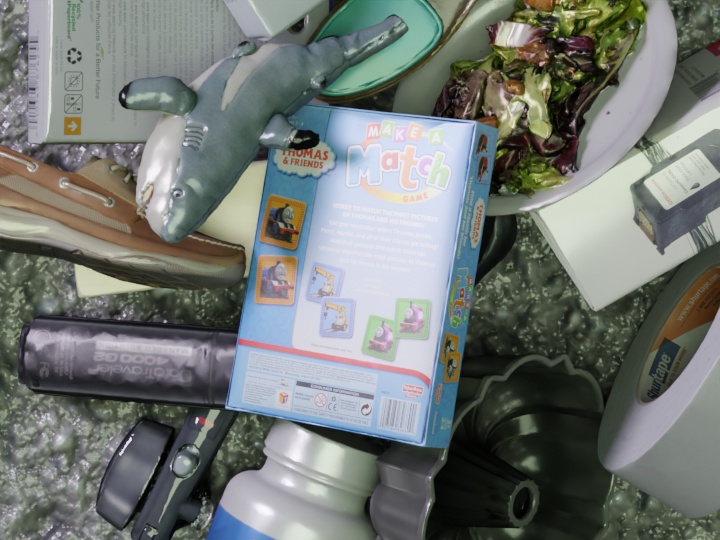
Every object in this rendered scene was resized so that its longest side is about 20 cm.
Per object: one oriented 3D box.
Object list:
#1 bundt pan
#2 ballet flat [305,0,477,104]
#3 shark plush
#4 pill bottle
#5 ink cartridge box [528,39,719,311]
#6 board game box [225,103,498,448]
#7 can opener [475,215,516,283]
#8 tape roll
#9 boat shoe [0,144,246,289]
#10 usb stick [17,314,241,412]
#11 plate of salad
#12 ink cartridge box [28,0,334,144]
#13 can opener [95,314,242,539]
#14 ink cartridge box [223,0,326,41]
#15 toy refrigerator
[{"bbox_3d":[0.081,0.145,1.640,0.202,0.076,0.202,-15,111,-44],"label":"bundt pan"},{"bbox_3d":[0.044,-0.182,1.611,0.068,0.072,0.200,45,97,2],"label":"ballet flat"},{"bbox_3d":[-0.056,-0.092,1.544,0.200,0.083,0.091,-26,142,-19],"label":"shark plush"},{"bbox_3d":[-0.053,0.202,1.665,0.112,0.112,0.200,21,92,-6],"label":"pill bottle"},{"bbox_3d":[0.205,-0.071,1.602,0.200,0.145,0.084,-30,103,5],"label":"ink cartridge box"},{"bbox_3d":[0.000,0.000,1.551,0.151,0.037,0.201,9,90,32],"label":"board game box"},{"bbox_3d":[0.044,0.020,1.655,0.063,0.079,0.200,37,116,32],"label":"can opener"},{"bbox_3d":[0.232,0.056,1.590,0.066,0.200,0.201,30,99,-9],"label":"tape roll"},{"bbox_3d":[-0.166,-0.038,1.571,0.200,0.076,0.072,15,80,-6],"label":"boat shoe"},{"bbox_3d":[-0.133,0.062,1.643,0.200,0.033,0.056,4,88,19],"label":"usb stick"},{"bbox_3d":[0.104,-0.125,1.574,0.200,0.200,0.048,-35,138,6],"label":"plate of salad"},{"bbox_3d":[-0.115,-0.180,1.595,0.200,0.047,0.198,-1,93,-28],"label":"ink cartridge box"},{"bbox_3d":[-0.105,0.101,1.671,0.079,0.063,0.200,31,100,-7],"label":"can opener"},{"bbox_3d":[-0.054,-0.271,1.567,0.160,0.047,0.200,-38,108,-17],"label":"ink cartridge box"},{"bbox_3d":[-0.090,-0.033,1.642,0.199,0.070,0.076,-8,95,-1],"label":"toy refrigerator"}]
